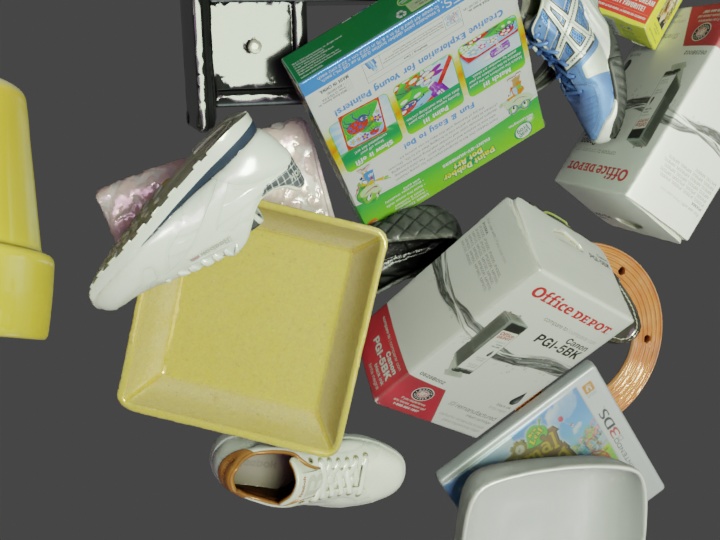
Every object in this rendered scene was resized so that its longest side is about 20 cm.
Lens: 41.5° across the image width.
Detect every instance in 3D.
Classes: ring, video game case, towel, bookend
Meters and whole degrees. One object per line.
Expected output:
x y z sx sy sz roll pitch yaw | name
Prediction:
0.225 0.070 0.991 0.197 0.019 0.204 -4 103 -16 | ring
0.203 0.221 0.999 0.199 0.022 0.183 -36 111 -1 | video game case
-0.114 -0.017 0.865 0.197 0.032 0.194 -21 106 -13 | towel
-0.053 -0.226 0.808 0.195 0.092 0.204 -4 103 -16 | bookend

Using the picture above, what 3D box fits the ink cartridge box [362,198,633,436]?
0.117 0.049 0.847 0.145 0.084 0.200 23 127 -37 | ink cartridge box

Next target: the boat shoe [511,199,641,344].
0.211 0.011 0.932 0.200 0.061 0.072 40 88 -20 | boat shoe

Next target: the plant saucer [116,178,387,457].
-0.092 0.039 0.820 0.196 0.048 0.204 13 98 -1 | plant saucer

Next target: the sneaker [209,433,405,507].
-0.042 0.200 0.903 0.196 0.085 0.074 6 98 -19 | sneaker

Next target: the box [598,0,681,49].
0.293 -0.317 0.899 0.202 0.075 0.050 -60 149 3 | box

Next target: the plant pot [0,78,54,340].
-0.329 -0.050 0.719 0.197 0.200 0.193 7 83 -18 | plant pot

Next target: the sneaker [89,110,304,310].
-0.134 -0.031 0.755 0.200 0.077 0.080 -43 113 10 | sneaker

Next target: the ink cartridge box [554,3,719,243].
0.292 -0.142 0.900 0.082 0.147 0.202 31 91 -19 | ink cartridge box

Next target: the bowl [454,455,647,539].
0.181 0.274 0.958 0.196 0.075 0.204 -2 107 -14 | bowl

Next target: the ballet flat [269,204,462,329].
0.000 0.000 0.855 0.198 0.057 0.067 -31 114 -2 | ballet flat

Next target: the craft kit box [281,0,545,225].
0.055 -0.151 0.820 0.198 0.049 0.199 -31 138 -3 | craft kit box

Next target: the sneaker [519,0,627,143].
0.187 -0.212 0.877 0.076 0.076 0.203 -20 96 -11 | sneaker

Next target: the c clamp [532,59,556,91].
0.116 -0.232 0.896 0.198 0.027 0.173 27 86 -20 | c clamp
